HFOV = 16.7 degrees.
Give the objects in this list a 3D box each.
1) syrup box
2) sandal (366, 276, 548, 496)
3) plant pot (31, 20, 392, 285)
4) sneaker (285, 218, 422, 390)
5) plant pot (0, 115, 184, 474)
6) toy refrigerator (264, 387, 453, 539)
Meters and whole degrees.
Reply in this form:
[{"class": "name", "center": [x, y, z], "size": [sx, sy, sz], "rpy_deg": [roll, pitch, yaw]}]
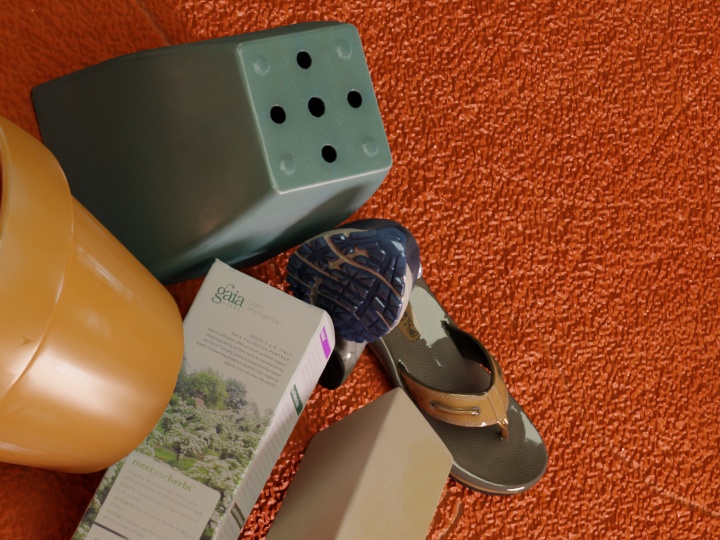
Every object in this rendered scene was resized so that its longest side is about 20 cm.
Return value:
[{"class": "syrup box", "center": [-0.093, 0.104, 1.476], "size": [0.078, 0.081, 0.201], "rpy_deg": [24, 76, 10]}, {"class": "sandal", "center": [0.063, 0.067, 1.649], "size": [0.082, 0.054, 0.201], "rpy_deg": [-38, 102, -34]}, {"class": "plant pot", "center": [-0.079, -0.079, 1.493], "size": [0.141, 0.200, 0.142], "rpy_deg": [-14, 87, -36]}, {"class": "sneaker", "center": [0.000, 0.000, 1.533], "size": [0.077, 0.200, 0.085], "rpy_deg": [40, 66, 0]}, {"class": "plant pot", "center": [-0.205, 0.027, 1.402], "size": [0.183, 0.199, 0.201], "rpy_deg": [31, 63, -43]}, {"class": "toy refrigerator", "center": [-0.005, 0.161, 1.514], "size": [0.070, 0.076, 0.200], "rpy_deg": [53, 25, -13]}]
